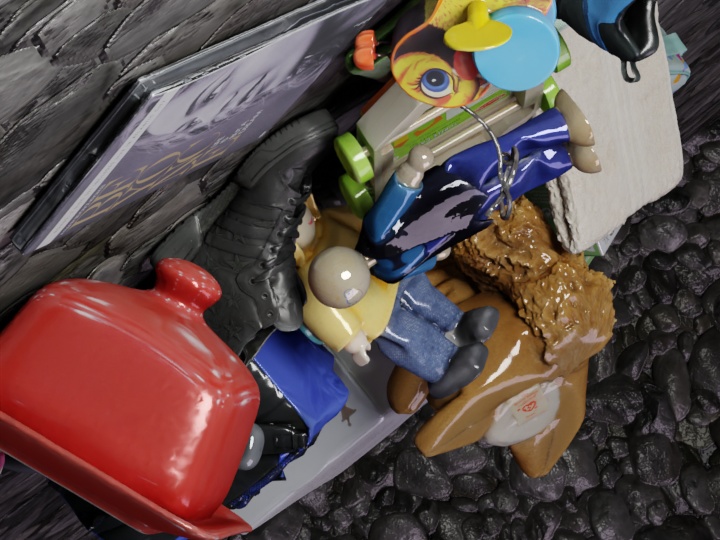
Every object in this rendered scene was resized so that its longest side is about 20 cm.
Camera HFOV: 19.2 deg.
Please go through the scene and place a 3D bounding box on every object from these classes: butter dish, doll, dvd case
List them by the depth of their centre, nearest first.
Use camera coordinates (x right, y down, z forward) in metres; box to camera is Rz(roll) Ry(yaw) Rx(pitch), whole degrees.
[{"bbox_3d":[-0.081,-0.083,1.123,0.200,0.016,0.149,-30,170,-46],"label":"dvd case"},{"bbox_3d":[-0.133,0.062,1.275,0.148,0.200,0.199,-61,173,-2],"label":"butter dish"},{"bbox_3d":[0.053,-0.042,1.338,0.200,0.049,0.137,-31,154,-3],"label":"doll"}]

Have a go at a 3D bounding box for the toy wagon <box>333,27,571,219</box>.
[{"bbox_3d":[0.056,-0.089,1.365,0.155,0.040,0.200,-29,164,-8],"label":"toy wagon"}]

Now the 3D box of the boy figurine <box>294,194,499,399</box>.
[{"bbox_3d":[0.000,0.000,1.446,0.064,0.200,0.124,-31,-152,47],"label":"boy figurine"}]

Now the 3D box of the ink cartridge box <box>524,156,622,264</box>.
[{"bbox_3d":[0.164,-0.078,1.590,0.059,0.200,0.104,2,-139,35],"label":"ink cartridge box"}]

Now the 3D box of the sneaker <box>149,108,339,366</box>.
[{"bbox_3d":[-0.061,-0.006,1.363,0.200,0.104,0.060,-41,172,28],"label":"sneaker"}]

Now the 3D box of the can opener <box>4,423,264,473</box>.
[{"bbox_3d":[-0.161,0.109,1.414,0.200,0.067,0.053,5,171,22],"label":"can opener"}]

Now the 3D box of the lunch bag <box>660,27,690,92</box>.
[{"bbox_3d":[0.202,-0.155,1.845,0.160,0.077,0.200,-41,173,18],"label":"lunch bag"}]

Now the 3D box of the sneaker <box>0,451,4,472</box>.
[{"bbox_3d":[-0.309,0.153,1.300,0.200,0.074,0.087,-31,172,-9],"label":"sneaker"}]

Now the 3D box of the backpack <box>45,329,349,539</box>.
[{"bbox_3d":[-0.124,0.104,1.544,0.200,0.163,0.168,-41,176,21],"label":"backpack"}]

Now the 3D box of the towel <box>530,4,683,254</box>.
[{"bbox_3d":[0.168,-0.124,1.505,0.034,0.200,0.132,13,-145,44],"label":"towel"}]

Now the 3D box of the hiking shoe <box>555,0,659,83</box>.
[{"bbox_3d":[0.170,-0.206,1.208,0.074,0.087,0.200,-35,159,-38],"label":"hiking shoe"}]

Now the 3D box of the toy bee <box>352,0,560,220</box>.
[{"bbox_3d":[0.055,-0.128,1.152,0.131,0.108,0.200,-108,-150,-79],"label":"toy bee"}]

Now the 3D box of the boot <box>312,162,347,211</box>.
[{"bbox_3d":[-0.001,-0.061,1.500,0.130,0.068,0.200,-30,170,-13],"label":"boot"}]

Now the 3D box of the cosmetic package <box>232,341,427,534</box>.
[{"bbox_3d":[-0.053,0.086,1.766,0.167,0.166,0.200,-40,173,21],"label":"cosmetic package"}]

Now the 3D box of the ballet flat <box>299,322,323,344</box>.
[{"bbox_3d":[-0.022,0.009,1.542,0.067,0.067,0.200,-38,-179,1],"label":"ballet flat"}]

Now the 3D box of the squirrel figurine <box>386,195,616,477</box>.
[{"bbox_3d":[0.091,0.025,1.588,0.141,0.187,0.200,8,126,-39],"label":"squirrel figurine"}]

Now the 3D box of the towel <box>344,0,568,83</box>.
[{"bbox_3d":[0.082,-0.157,1.329,0.149,0.031,0.200,-41,167,17],"label":"towel"}]
